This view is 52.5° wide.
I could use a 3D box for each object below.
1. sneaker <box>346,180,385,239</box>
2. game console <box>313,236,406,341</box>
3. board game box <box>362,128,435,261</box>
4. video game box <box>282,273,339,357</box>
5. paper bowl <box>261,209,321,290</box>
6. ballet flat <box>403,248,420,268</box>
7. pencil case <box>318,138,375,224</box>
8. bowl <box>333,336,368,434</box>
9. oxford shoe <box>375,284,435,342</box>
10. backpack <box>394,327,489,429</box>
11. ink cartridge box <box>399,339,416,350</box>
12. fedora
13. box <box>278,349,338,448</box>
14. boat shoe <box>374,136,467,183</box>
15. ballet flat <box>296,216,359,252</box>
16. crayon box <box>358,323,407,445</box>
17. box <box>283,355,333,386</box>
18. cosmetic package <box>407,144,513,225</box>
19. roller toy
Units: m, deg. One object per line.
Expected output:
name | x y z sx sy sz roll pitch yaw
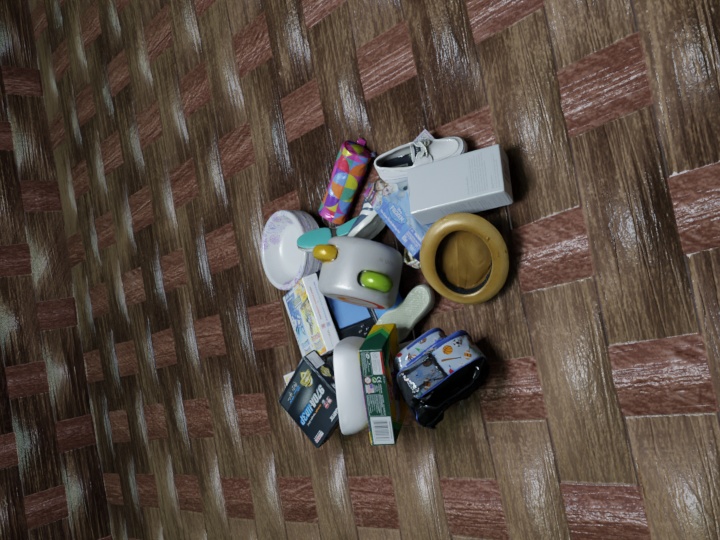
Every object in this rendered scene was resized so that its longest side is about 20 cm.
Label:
sneaker | 0.029 -0.151 1.681 0.200 0.074 0.085 -47 60 14
game console | -0.003 0.050 1.733 0.204 0.167 0.119 65 160 19
board game box | 0.131 -0.161 1.544 0.199 0.043 0.201 -44 60 8
video game box | -0.123 0.124 1.795 0.186 0.046 0.200 68 156 8
paper bowl | -0.165 -0.053 1.894 0.198 0.103 0.207 2 93 49
ballet flat | 0.145 -0.091 1.585 0.075 0.063 0.204 37 120 38
pencil case | -0.035 -0.213 1.756 0.088 0.087 0.203 45 124 33
bowl | 0.005 0.251 1.616 0.073 0.199 0.206 -4 91 15
oxford shoe | 0.103 0.103 1.652 0.076 0.057 0.200 49 122 12
backpack | 0.168 0.212 1.508 0.156 0.187 0.201 61 177 24
ink cartridge box | 0.111 0.222 1.659 0.198 0.066 0.120 -23 78 46
fedora | 0.215 -0.033 1.482 0.195 0.082 0.205 10 120 17
box | -0.108 0.313 1.770 0.159 0.046 0.202 46 134 16
boat shoe | 0.122 -0.237 1.509 0.195 0.066 0.074 -10 69 23
ballet flat | -0.057 -0.072 1.763 0.195 0.072 0.074 -17 82 15
crayon box | 0.051 0.236 1.541 0.057 0.173 0.206 -5 102 15
box | -0.092 0.286 1.860 0.198 0.100 0.115 -28 80 46
cosmetic package | 0.196 -0.167 1.447 0.195 0.074 0.105 -12 68 25
roller toy | 0.000 0.000 1.633 0.195 0.182 0.144 9 81 20
